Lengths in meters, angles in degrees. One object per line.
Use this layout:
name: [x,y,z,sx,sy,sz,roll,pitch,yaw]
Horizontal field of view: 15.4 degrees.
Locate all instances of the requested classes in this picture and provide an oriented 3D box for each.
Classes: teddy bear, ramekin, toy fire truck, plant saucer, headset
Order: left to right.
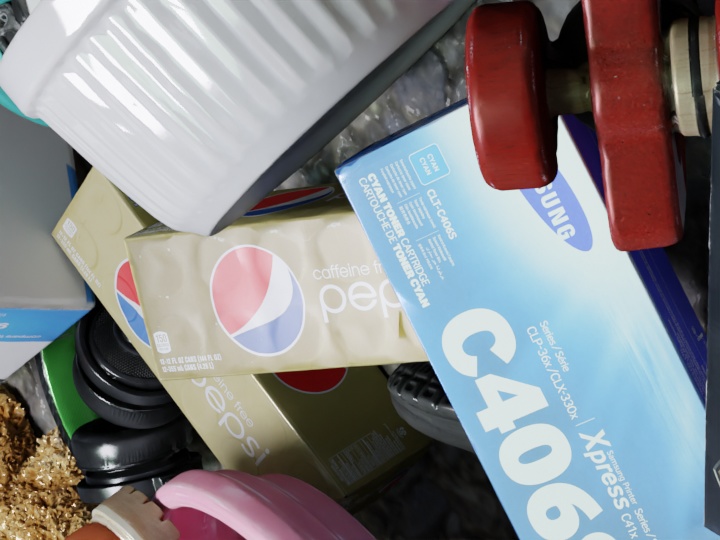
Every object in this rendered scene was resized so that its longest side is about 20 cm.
teddy bear: [-0.170,0.153,1.464,0.200,0.067,0.145,52,139,10]
headset: [-0.101,0.068,1.351,0.200,0.094,0.124,43,140,45]
ramekin: [-0.037,-0.105,1.062,0.105,0.200,0.200,47,141,0]
plant saucer: [-0.016,0.167,1.200,0.200,0.051,0.201,42,153,27]
toy fire truck: [0.096,-0.119,0.940,0.112,0.168,0.201,-5,112,13]

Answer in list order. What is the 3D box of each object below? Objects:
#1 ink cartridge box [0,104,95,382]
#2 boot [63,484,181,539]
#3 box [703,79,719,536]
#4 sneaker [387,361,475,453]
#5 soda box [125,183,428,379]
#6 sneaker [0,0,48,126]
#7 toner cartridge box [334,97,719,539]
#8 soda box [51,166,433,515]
ink cartridge box: [-0.223,-0.014,1.371,0.200,0.084,0.145,-36,60,52]
boot: [-0.109,0.205,1.235,0.075,0.107,0.200,22,143,49]
box: [0.191,-0.014,0.852,0.046,0.200,0.159,27,131,41]
sneaker: [0.090,0.079,1.129,0.200,0.076,0.091,17,132,45]
soda box: [0.000,0.000,1.136,0.199,0.064,0.068,-6,103,35]
sneaker: [-0.148,-0.148,1.249,0.120,0.084,0.201,-9,107,40]
toner cartridge box: [0.078,0.027,1.024,0.095,0.043,0.200,-25,95,23]
soda box: [-0.058,0.031,1.268,0.200,0.064,0.068,53,141,11]
